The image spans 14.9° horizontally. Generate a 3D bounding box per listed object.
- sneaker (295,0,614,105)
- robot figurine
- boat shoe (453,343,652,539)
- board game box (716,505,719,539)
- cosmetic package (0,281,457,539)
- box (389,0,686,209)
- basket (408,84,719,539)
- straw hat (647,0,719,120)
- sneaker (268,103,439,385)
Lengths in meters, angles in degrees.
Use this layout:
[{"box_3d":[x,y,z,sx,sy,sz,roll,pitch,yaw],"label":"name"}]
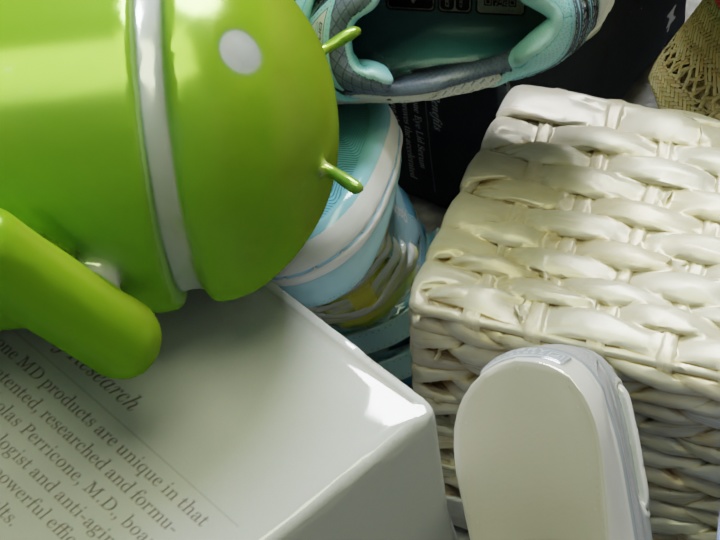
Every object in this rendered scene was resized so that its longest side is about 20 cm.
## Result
[{"box_3d":[-0.014,-0.092,0.946,0.200,0.078,0.086,-6,21,13],"label":"sneaker"},{"box_3d":[-0.098,-0.041,0.867,0.200,0.116,0.176,-6,47,4],"label":"robot figurine"},{"box_3d":[0.071,0.122,0.906,0.072,0.200,0.069,-11,2,27],"label":"boat shoe"},{"box_3d":[0.127,0.136,0.841,0.037,0.200,0.151,4,49,11],"label":"board game box"},{"box_3d":[-0.091,0.111,0.917,0.200,0.165,0.165,-36,53,-24],"label":"cosmetic package"},{"box_3d":[0.017,-0.126,1.155,0.200,0.104,0.148,21,54,25],"label":"box"},{"box_3d":[0.125,0.026,0.992,0.200,0.123,0.136,13,51,18],"label":"basket"},{"box_3d":[0.163,-0.068,1.086,0.085,0.201,0.201,-49,48,18],"label":"straw hat"},{"box_3d":[0.000,0.000,1.009,0.080,0.131,0.200,-27,18,5],"label":"sneaker"}]
